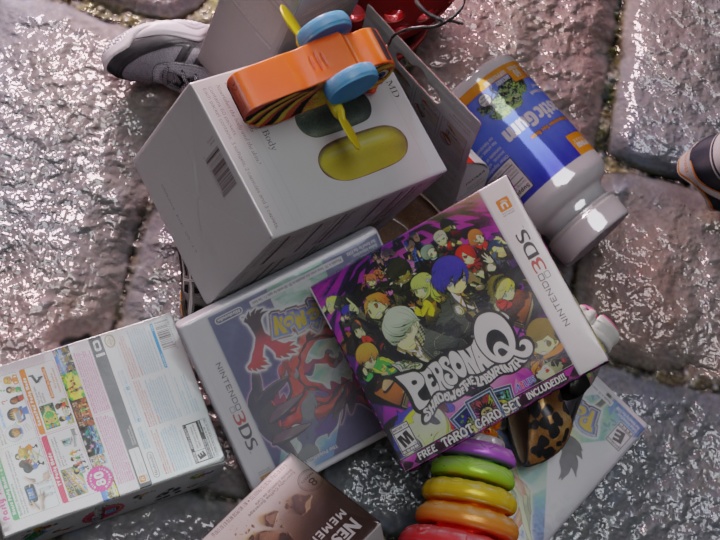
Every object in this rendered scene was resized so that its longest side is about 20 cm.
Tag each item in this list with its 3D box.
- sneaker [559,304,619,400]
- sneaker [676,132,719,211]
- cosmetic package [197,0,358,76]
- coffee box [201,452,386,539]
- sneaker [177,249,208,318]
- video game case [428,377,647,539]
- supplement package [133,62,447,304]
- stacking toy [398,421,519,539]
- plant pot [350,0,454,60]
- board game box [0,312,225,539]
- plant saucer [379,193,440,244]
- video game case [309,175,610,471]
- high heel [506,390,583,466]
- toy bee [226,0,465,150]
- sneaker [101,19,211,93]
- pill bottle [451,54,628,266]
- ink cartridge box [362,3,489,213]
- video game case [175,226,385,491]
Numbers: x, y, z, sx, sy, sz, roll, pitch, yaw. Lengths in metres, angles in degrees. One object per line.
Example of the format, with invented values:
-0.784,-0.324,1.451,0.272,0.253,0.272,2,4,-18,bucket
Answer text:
0.127,0.057,1.261,0.199,0.074,0.088,20,67,1,sneaker
0.416,-0.088,1.483,0.199,0.079,0.079,26,69,-28,sneaker
-0.068,-0.240,1.297,0.107,0.200,0.090,-35,83,-33,cosmetic package
-0.082,0.269,1.206,0.113,0.080,0.200,34,63,31,coffee box
-0.134,-0.004,1.326,0.078,0.077,0.201,-14,73,-18,sneaker
0.146,0.141,1.357,0.200,0.022,0.182,44,67,7,video game case
-0.064,-0.093,1.266,0.199,0.151,0.152,-23,80,-35,supplement package
0.100,0.185,1.270,0.115,0.110,0.201,13,73,-4,stacking toy
0.012,-0.316,1.421,0.199,0.183,0.202,5,65,-12,plant pot
-0.238,0.141,1.253,0.199,0.064,0.148,-16,72,-19,board game box
0.000,0.000,1.375,0.199,0.037,0.202,4,67,-10,plant saucer
0.083,0.046,1.217,0.199,0.036,0.182,-29,80,7,video game case
0.123,0.081,1.320,0.199,0.071,0.143,34,63,-7,high heel
-0.012,-0.162,1.185,0.198,0.109,0.132,-5,76,-4,toy bee
-0.150,-0.179,1.392,0.198,0.076,0.115,-3,66,-16,sneaker
0.171,-0.106,1.412,0.112,0.112,0.200,-37,79,-22,pill bottle
0.060,-0.152,1.351,0.047,0.200,0.160,-36,73,-20,ink cartridge box
-0.041,0.084,1.279,0.199,0.023,0.183,-27,106,-13,video game case
